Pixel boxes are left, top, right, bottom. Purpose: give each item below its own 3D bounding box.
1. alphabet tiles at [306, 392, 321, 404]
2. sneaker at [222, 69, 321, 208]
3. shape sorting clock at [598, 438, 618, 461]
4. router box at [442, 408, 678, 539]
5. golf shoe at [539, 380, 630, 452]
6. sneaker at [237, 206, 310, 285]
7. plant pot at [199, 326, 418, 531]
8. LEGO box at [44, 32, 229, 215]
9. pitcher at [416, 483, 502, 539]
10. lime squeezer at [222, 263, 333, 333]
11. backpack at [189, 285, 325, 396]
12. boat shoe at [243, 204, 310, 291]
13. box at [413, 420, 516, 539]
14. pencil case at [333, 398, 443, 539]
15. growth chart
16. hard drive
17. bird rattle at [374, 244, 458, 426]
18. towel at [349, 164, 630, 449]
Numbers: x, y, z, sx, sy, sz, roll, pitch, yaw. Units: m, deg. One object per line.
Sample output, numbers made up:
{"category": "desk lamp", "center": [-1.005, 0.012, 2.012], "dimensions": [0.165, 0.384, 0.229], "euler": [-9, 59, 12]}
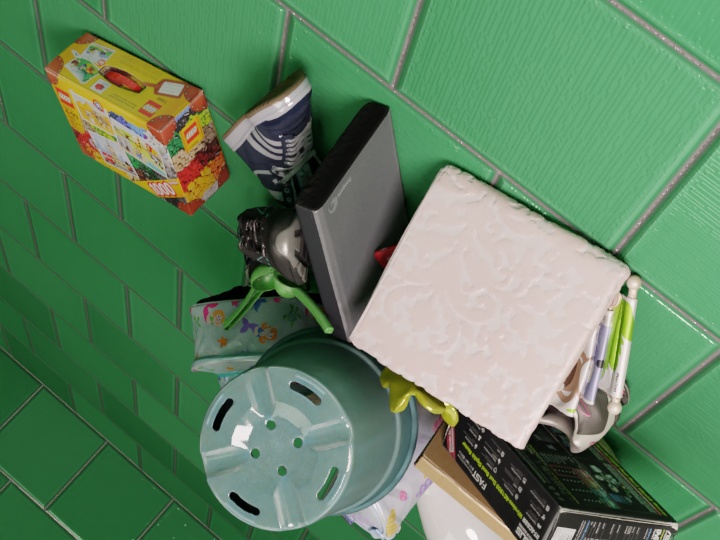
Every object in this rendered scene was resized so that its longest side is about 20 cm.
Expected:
{"category": "alphabet tiles", "center": [0.018, 0.142, 1.291], "dimensions": [0.194, 0.199, 0.015], "euler": [-27, 71, 27]}
{"category": "sneaker", "center": [-0.069, -0.129, 1.118], "dimensions": [0.109, 0.070, 0.200], "euler": [51, 160, -9]}
{"category": "shape sorting clock", "center": [0.210, 0.203, 1.271], "dimensions": [0.199, 0.039, 0.201], "euler": [33, 154, 19]}
{"category": "router box", "center": [0.190, 0.207, 1.075], "dimensions": [0.148, 0.063, 0.200], "euler": [13, -161, -28]}
{"category": "golf shoe", "center": [0.171, 0.097, 1.105], "dimensions": [0.199, 0.088, 0.078], "euler": [34, 152, 21]}
{"category": "sneaker", "center": [-0.087, -0.027, 1.093], "dimensions": [0.078, 0.077, 0.200], "euler": [5, -179, -2]}
{"category": "plant pot", "center": [-0.057, 0.160, 1.076], "dimensions": [0.199, 0.201, 0.196], "euler": [37, -172, 11]}
{"category": "LEGO box", "center": [-0.266, -0.177, 1.321], "dimensions": [0.199, 0.077, 0.150], "euler": [29, 152, 27]}
{"category": "pitcher", "center": [0.129, 0.323, 1.511], "dimensions": [0.201, 0.121, 0.172], "euler": [55, 175, -2]}
{"category": "lime squeezer", "center": [-0.089, 0.027, 1.142], "dimensions": [0.038, 0.071, 0.199], "euler": [29, 162, -34]}
{"category": "backpack", "center": [-0.107, 0.089, 1.309], "dimensions": [0.176, 0.153, 0.199], "euler": [-5, 166, 28]}
{"category": "boat shoe", "center": [-0.105, -0.022, 1.357], "dimensions": [0.200, 0.074, 0.094], "euler": [89, 175, -82]}
{"category": "box", "center": [0.166, 0.222, 1.165], "dimensions": [0.199, 0.163, 0.021], "euler": [39, 123, 5]}
{"category": "pencil case", "center": [0.061, 0.209, 1.237], "dimensions": [0.091, 0.200, 0.083], "euler": [44, 151, 7]}
{"category": "growth chart", "center": [0.178, 0.065, 1.037], "dimensions": [0.199, 0.018, 0.147], "euler": [10, 100, 50]}
{"category": "hard drive", "center": [-0.002, -0.044, 1.071], "dimensions": [0.033, 0.140, 0.201], "euler": [19, 147, 24]}
{"category": "bird rattle", "center": [0.100, 0.050, 1.070], "dimensions": [0.161, 0.203, 0.112], "euler": [1, 169, 34]}
{"category": "towel", "center": [0.113, 0.031, 0.993], "dimensions": [0.199, 0.192, 0.032], "euler": [31, -174, 22]}
